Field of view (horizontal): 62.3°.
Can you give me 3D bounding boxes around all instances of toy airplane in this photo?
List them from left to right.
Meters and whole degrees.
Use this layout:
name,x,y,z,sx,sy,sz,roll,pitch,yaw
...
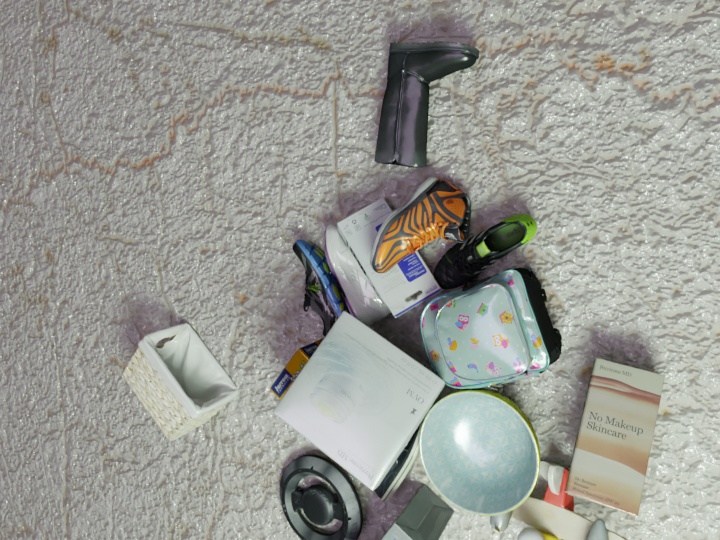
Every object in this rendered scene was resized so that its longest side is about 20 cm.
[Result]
name,x,y,z,sx,sy,sz,roll,pitch,yaw
toy airplane,0.300,0.406,0.945,0.200,0.140,0.200,-53,54,34

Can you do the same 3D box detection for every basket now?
name,x,y,z,sx,sy,sz,roll,pitch,yaw
basket,-0.381,0.233,1.250,0.200,0.135,0.123,50,116,12

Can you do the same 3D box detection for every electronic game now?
name,x,y,z,sx,sy,sz,roll,pitch,yaw
electronic game,-0.081,0.465,1.183,0.199,0.042,0.202,5,100,32

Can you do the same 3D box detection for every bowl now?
name,x,y,z,sx,sy,sz,roll,pitch,yaw
bowl,0.207,0.287,0.993,0.199,0.107,0.202,2,95,27

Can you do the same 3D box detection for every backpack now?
name,x,y,z,sx,sy,sz,roll,pitch,yaw
backpack,0.196,0.102,0.958,0.199,0.153,0.177,-23,82,36

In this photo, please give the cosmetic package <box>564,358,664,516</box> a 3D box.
name,x,y,z,sx,sy,sz,roll,pitch,yaw
cosmetic package,0.375,0.245,0.882,0.103,0.087,0.201,11,74,23

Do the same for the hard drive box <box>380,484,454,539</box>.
name,x,y,z,sx,sy,sz,roll,pitch,yaw
hard drive box,0.065,0.505,1.058,0.077,0.156,0.201,37,108,17

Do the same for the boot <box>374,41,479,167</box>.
name,x,y,z,sx,sy,sz,roll,pitch,yaw
boot,0.109,-0.273,1.004,0.164,0.065,0.202,12,98,32

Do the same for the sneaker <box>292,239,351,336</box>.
name,x,y,z,sx,sy,sz,roll,pitch,yaw
sneaker,-0.083,0.035,1.123,0.082,0.071,0.201,-26,87,18

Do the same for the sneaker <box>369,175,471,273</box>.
name,x,y,z,sx,sy,sz,roll,pitch,yaw
sneaker,0.107,-0.063,0.977,0.112,0.078,0.200,32,79,31

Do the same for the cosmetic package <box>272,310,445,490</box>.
name,x,y,z,sx,sy,sz,roll,pitch,yaw
cosmetic package,0.001,0.210,0.972,0.199,0.123,0.201,33,82,14

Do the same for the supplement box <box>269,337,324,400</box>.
name,x,y,z,sx,sy,sz,roll,pitch,yaw
supplement box,-0.049,0.239,1.108,0.200,0.109,0.110,42,110,15

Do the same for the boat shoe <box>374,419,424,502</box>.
name,x,y,z,sx,sy,sz,roll,pitch,yaw
boat shoe,0.069,0.333,1.084,0.062,0.075,0.201,32,113,12

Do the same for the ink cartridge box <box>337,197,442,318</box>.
name,x,y,z,sx,sy,sz,roll,pitch,yaw
ink cartridge box,0.049,-0.020,1.041,0.099,0.039,0.201,-28,74,-8

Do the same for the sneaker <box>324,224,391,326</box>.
name,x,y,z,sx,sy,sz,roll,pitch,yaw
sneaker,0.000,0.000,1.094,0.099,0.075,0.201,-26,82,2

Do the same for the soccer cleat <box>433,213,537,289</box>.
name,x,y,z,sx,sy,sz,roll,pitch,yaw
soccer cleat,0.195,-0.031,0.981,0.199,0.081,0.068,-34,81,26
